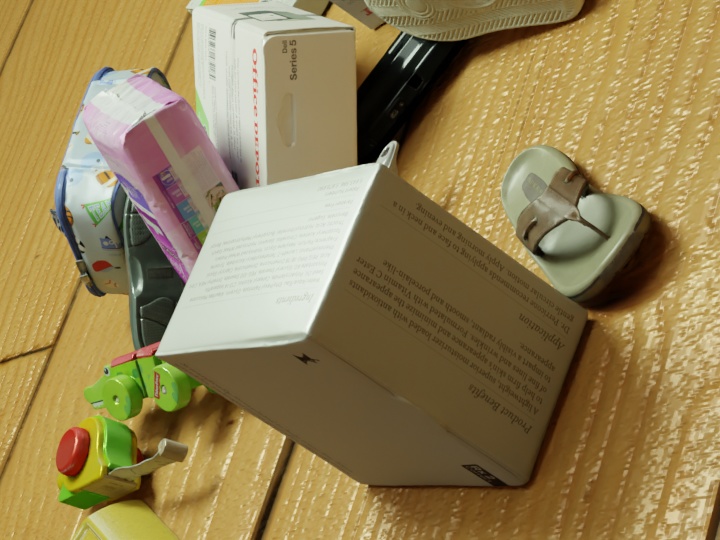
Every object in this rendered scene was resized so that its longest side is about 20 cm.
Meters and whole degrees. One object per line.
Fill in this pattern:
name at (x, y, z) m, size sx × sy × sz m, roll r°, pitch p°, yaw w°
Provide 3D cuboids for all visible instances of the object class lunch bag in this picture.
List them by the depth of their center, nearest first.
lunch bag at (-0.215, -0.076, 1.982) m, size 0.075 × 0.161 × 0.201 m, roll 2°, pitch 51°, yaw 15°

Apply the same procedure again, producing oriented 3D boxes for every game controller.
game controller at (0.049, -0.179, 1.793) m, size 0.200 × 0.042 × 0.104 m, roll -52°, pitch 14°, yaw 9°

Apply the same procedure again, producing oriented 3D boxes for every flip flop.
flip flop at (0.135, -0.042, 1.478) m, size 0.081 × 0.057 × 0.200 m, roll -51°, pitch 28°, yaw 9°

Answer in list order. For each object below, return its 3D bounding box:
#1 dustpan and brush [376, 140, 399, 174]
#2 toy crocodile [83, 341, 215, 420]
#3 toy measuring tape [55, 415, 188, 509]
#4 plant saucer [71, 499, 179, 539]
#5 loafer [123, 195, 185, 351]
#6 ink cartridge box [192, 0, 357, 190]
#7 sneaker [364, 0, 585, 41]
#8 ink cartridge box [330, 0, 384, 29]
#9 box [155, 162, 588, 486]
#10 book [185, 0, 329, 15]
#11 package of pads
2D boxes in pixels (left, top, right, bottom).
dustpan and brush at (0.000, 0.000, 1.646) m, size 0.139 × 0.057 × 0.201 m, roll 4°, pitch 64°, yaw 59°
toy crocodile at (-0.163, 0.083, 1.792) m, size 0.067 × 0.062 × 0.199 m, roll -20°, pitch 3°, yaw -39°
toy measuring tape at (-0.198, 0.146, 1.791) m, size 0.200 × 0.073 × 0.074 m, roll -28°, pitch 38°, yaw 51°
plant saucer at (-0.215, 0.285, 1.707) m, size 0.201 × 0.048 × 0.200 m, roll -58°, pitch 27°, yaw -2°
loafer at (-0.180, -0.014, 1.895) m, size 0.063 × 0.071 × 0.202 m, roll 163°, pitch 111°, yaw -68°
ink cartridge box at (-0.073, -0.141, 1.805) m, size 0.200 × 0.083 × 0.147 m, roll -148°, pitch 55°, yaw -66°
sneaker at (0.096, -0.237, 1.702) m, size 0.199 × 0.075 × 0.085 m, roll 1°, pitch 59°, yaw 32°
ink cartridge box at (-0.010, -0.314, 1.845) m, size 0.146 × 0.199 × 0.085 m, roll -28°, pitch 41°, yaw 42°
box at (0.006, 0.043, 1.442) m, size 0.199 × 0.198 × 0.131 m, roll -8°, pitch 53°, yaw 55°
book at (-0.077, -0.292, 2.096) m, size 0.134 × 0.048 × 0.200 m, roll -59°, pitch 29°, yaw -9°
package of pads at (-0.145, -0.061, 1.788) m, size 0.075 × 0.201 × 0.120 m, roll -34°, pitch 26°, yaw -9°
